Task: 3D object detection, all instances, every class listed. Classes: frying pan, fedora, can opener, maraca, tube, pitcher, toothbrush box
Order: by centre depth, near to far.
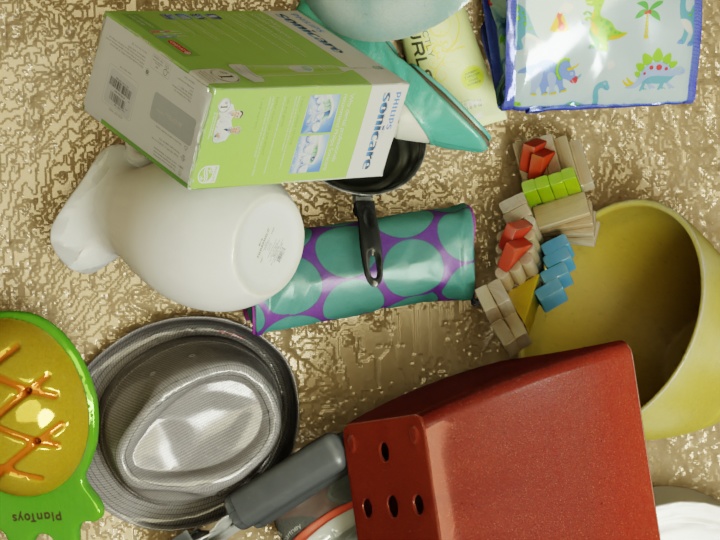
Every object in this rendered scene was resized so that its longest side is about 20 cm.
[{"bbox_3d":[-0.087,-0.134,1.591,0.199,0.145,0.086,-9,124,-43],"label":"toothbrush box"},{"bbox_3d":[-0.134,-0.060,1.643,0.121,0.199,0.172,26,81,-49],"label":"pitcher"},{"bbox_3d":[-0.270,0.131,1.673,0.136,0.107,0.201,-6,99,22],"label":"maraca"},{"bbox_3d":[-0.078,0.206,1.688,0.200,0.053,0.067,-34,74,20],"label":"can opener"},{"bbox_3d":[0.014,-0.077,1.701,0.114,0.031,0.191,-19,69,-23],"label":"frying pan"},{"bbox_3d":[-0.142,0.131,1.703,0.199,0.090,0.178,-18,98,-7],"label":"fedora"},{"bbox_3d":[0.061,-0.210,1.727,0.052,0.058,0.201,-30,109,-46],"label":"tube"}]

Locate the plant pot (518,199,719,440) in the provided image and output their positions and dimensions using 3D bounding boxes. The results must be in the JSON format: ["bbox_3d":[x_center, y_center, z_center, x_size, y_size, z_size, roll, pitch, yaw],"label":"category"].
[{"bbox_3d":[0.251,0.059,1.726,0.142,0.200,0.201,25,91,-37],"label":"plant pot"}]

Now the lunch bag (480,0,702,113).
[{"bbox_3d":[0.188,-0.231,1.704,0.169,0.127,0.201,-3,86,-9],"label":"lunch bag"}]

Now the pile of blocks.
[{"bbox_3d":[0.147,-0.031,1.702,0.082,0.062,0.201,5,66,20],"label":"pile of blocks"}]

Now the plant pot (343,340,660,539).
[{"bbox_3d":[0.099,0.173,1.618,0.175,0.200,0.201,-7,86,-28],"label":"plant pot"}]

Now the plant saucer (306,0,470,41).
[{"bbox_3d":[0.027,-0.281,1.651,0.201,0.201,0.039,-56,143,0],"label":"plant saucer"}]

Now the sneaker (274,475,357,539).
[{"bbox_3d":[0.008,0.164,1.740,0.199,0.077,0.082,-31,68,-20],"label":"sneaker"}]

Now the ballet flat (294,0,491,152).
[{"bbox_3d":[0.017,-0.152,1.700,0.070,0.067,0.200,-43,82,-7],"label":"ballet flat"}]

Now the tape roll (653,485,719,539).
[{"bbox_3d":[0.270,0.291,1.795,0.201,0.071,0.204,-1,95,-9],"label":"tape roll"}]

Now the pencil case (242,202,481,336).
[{"bbox_3d":[0.000,0.000,1.715,0.199,0.092,0.086,-9,74,-8],"label":"pencil case"}]
